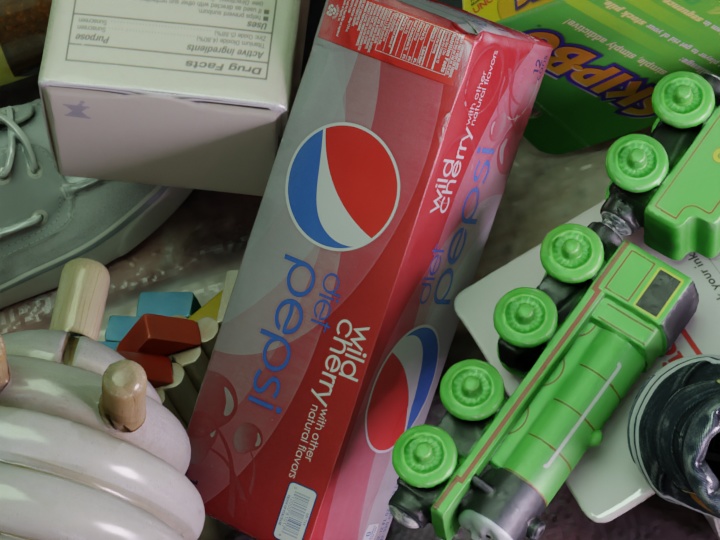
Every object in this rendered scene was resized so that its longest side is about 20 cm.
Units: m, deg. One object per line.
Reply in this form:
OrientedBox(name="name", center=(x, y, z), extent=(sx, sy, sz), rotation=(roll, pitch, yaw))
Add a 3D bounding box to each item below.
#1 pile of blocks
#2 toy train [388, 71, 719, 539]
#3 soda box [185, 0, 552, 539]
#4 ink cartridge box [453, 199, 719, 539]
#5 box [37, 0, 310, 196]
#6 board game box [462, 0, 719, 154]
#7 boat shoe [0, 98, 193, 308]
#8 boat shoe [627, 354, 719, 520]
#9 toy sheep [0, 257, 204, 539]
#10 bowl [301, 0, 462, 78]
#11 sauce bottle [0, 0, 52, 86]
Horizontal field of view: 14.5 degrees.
OrientedBox(name="pile of blocks", center=(-0.101, 0.049, 1.075), extent=(0.200, 0.062, 0.082), rotation=(-44, 59, -12))
OrientedBox(name="toy train", center=(0.082, 0.015, 0.979), extent=(0.056, 0.042, 0.200), rotation=(31, 73, 17))
OrientedBox(name="soda box", center=(0.000, 0.000, 1.021), extent=(0.063, 0.070, 0.201), rotation=(23, 100, 26))
OrientedBox(name="ink cartridge box", center=(0.148, 0.014, 1.023), extent=(0.200, 0.067, 0.116), rotation=(-30, 57, -3))
OrientedBox(name="box", center=(-0.061, -0.136, 1.070), extent=(0.095, 0.078, 0.201), rotation=(7, 66, 2))
OrientedBox(name="board game box", center=(0.131, -0.098, 1.043), extent=(0.200, 0.096, 0.030), rotation=(-20, 55, 27))
OrientedBox(name="boat shoe", center=(-0.151, -0.032, 1.131), extent=(0.200, 0.069, 0.072), rotation=(-25, 57, 1))
OrientedBox(name="boat shoe", center=(0.189, 0.077, 0.925), extent=(0.200, 0.091, 0.071), rotation=(11, 94, -7))
OrientedBox(name="toy sheep", center=(-0.114, 0.088, 0.970), extent=(0.137, 0.138, 0.200), rotation=(9, 67, 20))
OrientedBox(name="bowl", center=(0.015, -0.137, 1.165), extent=(0.200, 0.039, 0.201), rotation=(-7, 59, 12))
OrientedBox(name="sauce bottle", center=(-0.152, -0.103, 1.134), extent=(0.199, 0.066, 0.066), rotation=(-16, 58, 0))
